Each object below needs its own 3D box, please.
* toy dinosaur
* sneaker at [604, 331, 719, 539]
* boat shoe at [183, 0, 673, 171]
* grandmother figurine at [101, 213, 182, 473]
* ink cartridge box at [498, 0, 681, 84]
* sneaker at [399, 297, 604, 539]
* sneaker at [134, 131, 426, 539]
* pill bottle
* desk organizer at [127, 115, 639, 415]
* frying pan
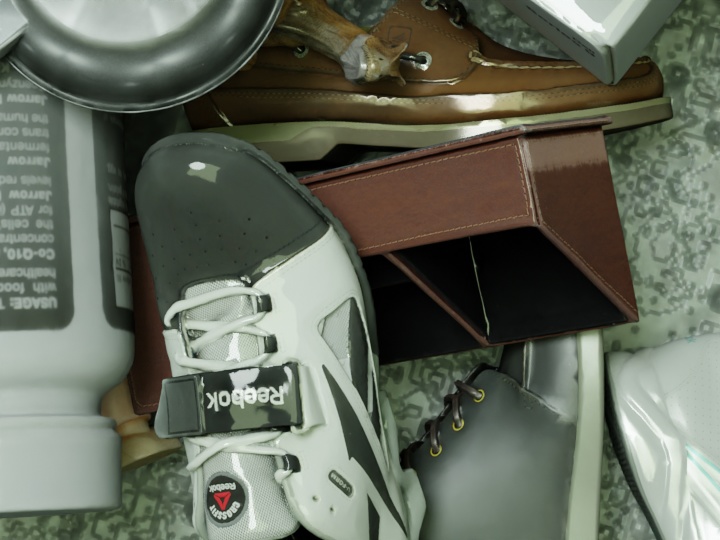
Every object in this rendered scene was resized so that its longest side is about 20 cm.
[{"bbox_3d":[-0.049,-0.130,0.862,0.105,0.061,0.201,-13,57,-24],"label":"toy dinosaur"},{"bbox_3d":[0.157,0.120,0.854,0.080,0.070,0.202,-16,86,-1],"label":"sneaker"},{"bbox_3d":[0.024,-0.080,0.868,0.198,0.072,0.069,-4,88,3],"label":"boat shoe"},{"bbox_3d":[-0.150,-0.005,0.885,0.120,0.061,0.201,-20,83,-19],"label":"grandmother figurine"},{"bbox_3d":[0.097,-0.194,0.808,0.146,0.084,0.200,38,90,10],"label":"ink cartridge box"},{"bbox_3d":[0.042,0.064,0.859,0.105,0.075,0.202,1,88,3],"label":"sneaker"},{"bbox_3d":[-0.032,0.050,0.763,0.074,0.089,0.201,-12,113,26],"label":"sneaker"},{"bbox_3d":[-0.142,-0.010,0.801,0.113,0.114,0.202,-4,83,3],"label":"pill bottle"},{"bbox_3d":[0.000,0.000,0.823,0.199,0.072,0.078,-11,90,33],"label":"desk organizer"},{"bbox_3d":[-0.116,-0.103,0.740,0.188,0.031,0.116,-14,86,-4],"label":"frying pan"}]
